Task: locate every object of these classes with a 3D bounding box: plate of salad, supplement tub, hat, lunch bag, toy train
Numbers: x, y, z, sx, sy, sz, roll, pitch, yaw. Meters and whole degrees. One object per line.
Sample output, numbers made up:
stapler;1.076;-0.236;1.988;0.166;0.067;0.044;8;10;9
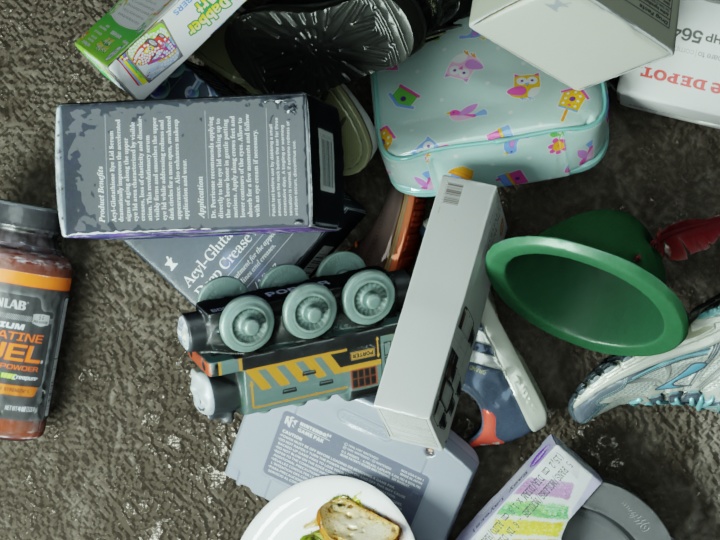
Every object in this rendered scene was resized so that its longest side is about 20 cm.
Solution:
plate of salad;-0.038;0.265;1.621;0.200;0.048;0.201;-12;69;31
supplement tub;-0.308;0.040;1.703;0.107;0.107;0.201;10;91;9
hat;0.209;-0.043;1.577;0.165;0.200;0.176;12;65;26
lunch bag;0.110;-0.150;1.635;0.199;0.077;0.161;-10;57;6
toy train;-0.048;0.056;1.585;0.199;0.085;0.114;-12;109;-21

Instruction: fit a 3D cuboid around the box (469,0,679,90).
box;0.175;-0.264;1.540;0.128;0.109;0.201;26;63;-32

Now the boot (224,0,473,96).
boot;0.008;-0.209;1.591;0.211;0.158;0.080;-3;118;39

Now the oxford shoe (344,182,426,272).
oxford shoe;0.000;0.000;1.676;0.072;0.071;0.201;22;93;12

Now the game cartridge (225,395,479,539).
game cartridge;-0.006;0.159;1.668;0.200;0.041;0.133;25;121;7

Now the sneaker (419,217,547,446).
sneaker;0.080;0.056;1.660;0.084;0.075;0.200;-26;85;7

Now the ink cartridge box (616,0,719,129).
ink cartridge box;0.303;-0.220;1.622;0.146;0.084;0.201;13;91;8

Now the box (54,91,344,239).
box;-0.123;-0.079;1.548;0.199;0.148;0.105;-3;90;10

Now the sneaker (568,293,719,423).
sneaker;0.268;0.086;1.631;0.200;0.078;0.086;-28;90;8

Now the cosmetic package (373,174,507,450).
cosmetic package;0.066;0.034;1.564;0.050;0.083;0.201;12;71;14

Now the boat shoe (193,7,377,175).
boat shoe;-0.055;-0.161;1.673;0.200;0.068;0.075;44;118;12

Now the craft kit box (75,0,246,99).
craft kit box;-0.140;-0.230;1.622;0.197;0.200;0.049;-42;109;-3

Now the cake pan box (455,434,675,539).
cake pan box;0.169;0.264;1.642;0.184;0.052;0.200;42;94;-6

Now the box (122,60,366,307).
box;-0.121;-0.061;1.675;0.200;0.107;0.149;41;96;8
